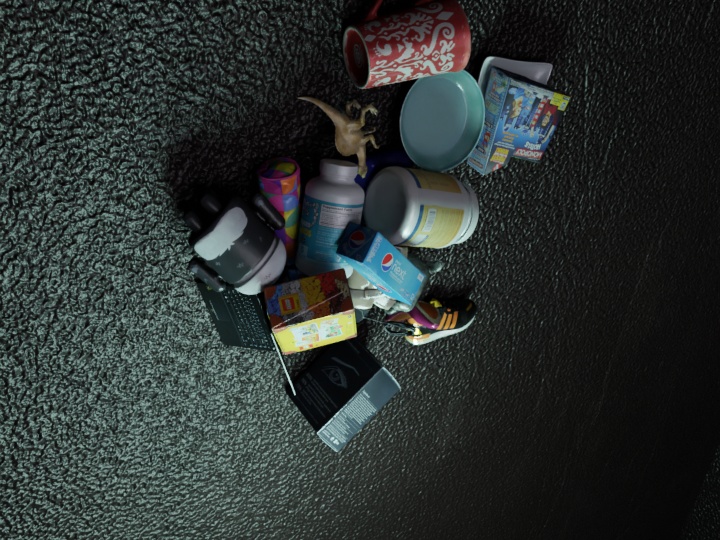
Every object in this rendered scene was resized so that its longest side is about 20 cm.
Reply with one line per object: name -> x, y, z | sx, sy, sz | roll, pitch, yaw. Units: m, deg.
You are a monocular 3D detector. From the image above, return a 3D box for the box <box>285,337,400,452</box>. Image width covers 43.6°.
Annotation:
box -> -0.038, 0.257, 1.939 | 0.200, 0.148, 0.105 | -43, 137, -3

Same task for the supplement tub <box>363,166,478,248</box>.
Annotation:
supplement tub -> 0.118, -0.118, 1.726 | 0.197, 0.145, 0.147 | 3, 119, -41

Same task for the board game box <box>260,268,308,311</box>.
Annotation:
board game box -> -0.132, 0.067, 1.737 | 0.133, 0.035, 0.200 | 5, 145, -38

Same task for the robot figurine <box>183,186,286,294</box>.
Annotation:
robot figurine -> -0.218, -0.051, 1.564 | 0.200, 0.149, 0.126 | 45, 45, -20

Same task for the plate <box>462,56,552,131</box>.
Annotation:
plate -> 0.288, -0.340, 1.849 | 0.196, 0.032, 0.204 | -5, 123, -37

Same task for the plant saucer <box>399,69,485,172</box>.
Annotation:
plant saucer -> 0.152, -0.295, 1.744 | 0.196, 0.036, 0.205 | -11, 113, -26

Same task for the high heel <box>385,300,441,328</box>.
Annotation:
high heel -> 0.110, 0.104, 1.911 | 0.066, 0.200, 0.098 | 17, 104, -21

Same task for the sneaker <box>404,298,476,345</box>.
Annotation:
sneaker -> 0.188, 0.098, 2.061 | 0.197, 0.070, 0.091 | -21, 135, -23

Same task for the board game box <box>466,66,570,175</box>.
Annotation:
board game box -> 0.307, -0.291, 1.833 | 0.197, 0.062, 0.203 | 5, 118, -41

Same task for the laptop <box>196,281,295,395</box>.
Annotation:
laptop -> -0.210, 0.124, 1.654 | 0.179, 0.196, 0.104 | 75, 29, -43

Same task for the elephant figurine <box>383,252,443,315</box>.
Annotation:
elephant figurine -> 0.042, -0.013, 1.833 | 0.200, 0.140, 0.157 | 47, 58, -32

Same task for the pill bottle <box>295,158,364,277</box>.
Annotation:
pill bottle -> -0.053, -0.094, 1.618 | 0.109, 0.110, 0.205 | -1, 107, -38

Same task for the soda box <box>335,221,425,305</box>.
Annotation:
soda box -> 0.039, -0.010, 1.625 | 0.200, 0.067, 0.065 | 41, 74, -52

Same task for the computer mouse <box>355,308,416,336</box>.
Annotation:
computer mouse -> 0.024, 0.090, 1.869 | 0.059, 0.196, 0.034 | 108, 3, -52

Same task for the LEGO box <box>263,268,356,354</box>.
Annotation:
LEGO box -> -0.086, 0.078, 1.620 | 0.146, 0.079, 0.200 | -13, 163, -4

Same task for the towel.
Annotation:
towel -> 0.003, -0.160, 1.745 | 0.197, 0.050, 0.150 | -16, 135, -30

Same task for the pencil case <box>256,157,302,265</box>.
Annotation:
pencil case -> -0.147, -0.103, 1.637 | 0.087, 0.088, 0.203 | -19, 130, -26

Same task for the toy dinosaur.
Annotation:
toy dinosaur -> -0.019, -0.260, 1.619 | 0.102, 0.058, 0.201 | -51, 121, -23

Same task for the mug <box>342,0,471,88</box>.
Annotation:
mug -> 0.069, -0.413, 1.579 | 0.197, 0.181, 0.134 | -19, 168, -21

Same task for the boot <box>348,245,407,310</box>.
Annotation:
boot -> 0.000, 0.000, 1.744 | 0.196, 0.071, 0.149 | 16, 114, -11
